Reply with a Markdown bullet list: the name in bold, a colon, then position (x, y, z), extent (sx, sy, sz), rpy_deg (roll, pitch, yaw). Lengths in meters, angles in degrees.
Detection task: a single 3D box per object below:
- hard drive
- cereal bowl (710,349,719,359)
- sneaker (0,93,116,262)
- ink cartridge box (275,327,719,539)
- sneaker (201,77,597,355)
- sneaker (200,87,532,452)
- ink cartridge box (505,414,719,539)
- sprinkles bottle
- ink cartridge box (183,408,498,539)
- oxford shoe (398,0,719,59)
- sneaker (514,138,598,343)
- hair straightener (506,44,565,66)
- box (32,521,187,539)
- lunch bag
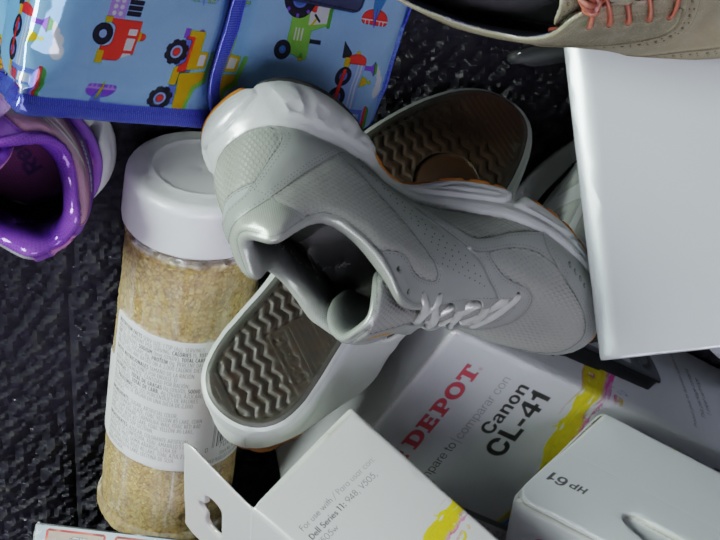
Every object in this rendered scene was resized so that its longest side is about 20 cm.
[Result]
- **hard drive**: position (0.155, -0.069, 1.104), extent (0.132, 0.026, 0.200), rpy_deg (-7, 91, 12)
- **cereal bowl**: position (0.260, 0.027, 1.225), extent (0.200, 0.200, 0.083), rpy_deg (32, 76, -27)
- **sneaker**: position (-0.179, -0.075, 1.124), extent (0.080, 0.088, 0.200), rpy_deg (-36, 122, 18)
- **ink cartridge box**: position (0.078, 0.089, 1.285), extent (0.200, 0.086, 0.148), rpy_deg (25, 119, -26)
- **sneaker**: position (0.018, 0.004, 1.089), extent (0.200, 0.092, 0.076), rpy_deg (25, 131, -27)
- **sneaker**: position (0.000, 0.000, 1.202), extent (0.200, 0.073, 0.085), rpy_deg (-46, 167, -13)
- **ink cartridge box**: position (0.136, 0.187, 1.218), extent (0.144, 0.085, 0.200), rpy_deg (27, 132, 25)
- **sprinkles bottle**: position (-0.083, 0.035, 1.230), extent (0.068, 0.068, 0.200), rpy_deg (2, 125, -10)
- **ink cartridge box**: position (0.015, 0.138, 1.157), extent (0.067, 0.200, 0.117), rpy_deg (-44, 165, -20)
- **oxford shoe**: position (0.106, -0.110, 1.053), extent (0.200, 0.075, 0.070), rpy_deg (4, 114, 12)
- **sneaker**: position (0.144, -0.044, 1.179), extent (0.076, 0.115, 0.201), rpy_deg (25, 118, -24)
- **hair straightener**: position (0.160, -0.102, 1.136), extent (0.200, 0.041, 0.077), rpy_deg (-4, 91, 12)
- **box**: position (-0.056, 0.168, 1.283), extent (0.200, 0.040, 0.137), rpy_deg (7, 160, 1)
- **lunch bag**: position (-0.053, -0.135, 1.091), extent (0.200, 0.094, 0.151), rpy_deg (6, 106, -32)
